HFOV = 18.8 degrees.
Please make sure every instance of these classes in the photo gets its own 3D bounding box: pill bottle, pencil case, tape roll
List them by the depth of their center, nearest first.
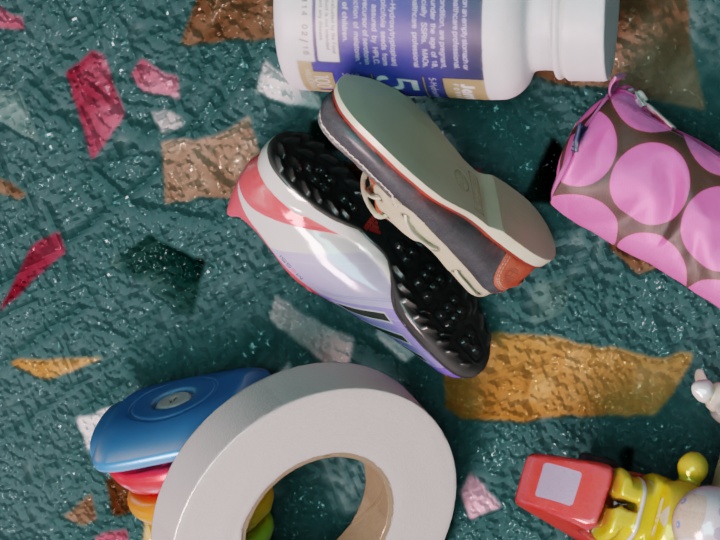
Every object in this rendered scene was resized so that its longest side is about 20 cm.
[{"bbox_3d":[0.055,-0.165,1.329,0.198,0.120,0.121,4,99,12],"label":"pill bottle"},{"bbox_3d":[0.214,-0.034,1.332,0.199,0.091,0.094,31,103,4],"label":"pencil case"},{"bbox_3d":[-0.034,0.154,1.373,0.201,0.037,0.204,-14,123,-22],"label":"tape roll"}]

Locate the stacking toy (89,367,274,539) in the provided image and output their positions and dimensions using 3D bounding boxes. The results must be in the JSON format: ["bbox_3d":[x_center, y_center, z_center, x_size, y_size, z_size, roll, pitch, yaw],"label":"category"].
[{"bbox_3d":[-0.093,0.173,1.431,0.109,0.116,0.202,-12,109,16],"label":"stacking toy"}]

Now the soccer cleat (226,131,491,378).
[{"bbox_3d":[0.000,0.000,1.402,0.200,0.068,0.073,44,131,-4],"label":"soccer cleat"}]

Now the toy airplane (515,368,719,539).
[{"bbox_3d":[0.217,0.167,1.330,0.198,0.141,0.201,-25,78,-5],"label":"toy airplane"}]

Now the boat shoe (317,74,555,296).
[{"bbox_3d":[0.038,-0.047,1.337,0.062,0.072,0.200,-30,133,29],"label":"boat shoe"}]
